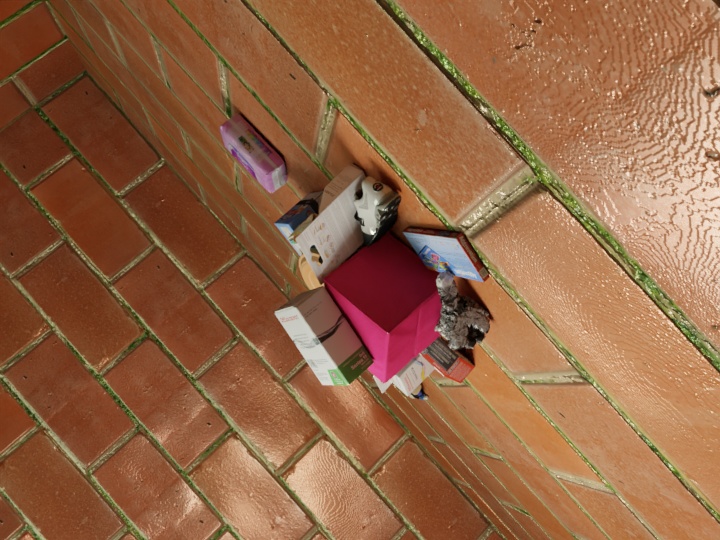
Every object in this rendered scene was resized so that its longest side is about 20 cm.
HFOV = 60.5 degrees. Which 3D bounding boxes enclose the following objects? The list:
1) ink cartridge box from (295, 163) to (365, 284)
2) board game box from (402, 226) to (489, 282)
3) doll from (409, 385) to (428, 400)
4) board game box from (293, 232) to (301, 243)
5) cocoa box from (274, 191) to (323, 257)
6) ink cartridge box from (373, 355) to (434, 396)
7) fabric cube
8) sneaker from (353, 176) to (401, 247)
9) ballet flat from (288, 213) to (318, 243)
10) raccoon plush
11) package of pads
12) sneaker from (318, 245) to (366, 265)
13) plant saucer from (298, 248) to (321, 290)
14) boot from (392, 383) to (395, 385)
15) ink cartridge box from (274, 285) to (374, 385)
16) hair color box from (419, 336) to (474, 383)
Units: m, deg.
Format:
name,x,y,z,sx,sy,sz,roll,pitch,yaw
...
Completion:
name,x,y,z,sx,sy,sz,roll,pitch,yaw
ink cartridge box,-0.050,-0.094,1.266,0.057,0.200,0.163,36,162,37
board game box,0.158,-0.034,1.173,0.103,0.019,0.200,55,165,-20
doll,0.192,0.438,2.286,0.136,0.049,0.200,33,168,19
board game box,-0.044,-0.072,1.398,0.199,0.030,0.095,4,176,-39
cocoa box,-0.101,-0.085,1.588,0.200,0.131,0.133,53,165,-18
ink cartridge box,0.134,0.252,1.642,0.067,0.200,0.117,37,163,36
fabric cube,0.055,0.078,1.341,0.196,0.200,0.200,39,150,28
sneaker,0.025,-0.122,1.242,0.088,0.074,0.200,44,156,13
ballet flat,-0.084,-0.111,1.446,0.067,0.199,0.063,10,-109,-61
raccoon plush,0.191,0.069,1.272,0.134,0.096,0.201,-139,32,-65
package of pads,-0.282,-0.310,1.648,0.200,0.076,0.121,46,165,11
sneaker,-0.019,-0.034,1.417,0.086,0.081,0.200,25,-166,30
plant saucer,-0.075,0.032,1.522,0.200,0.032,0.201,30,148,21
boot,0.103,0.213,1.719,0.079,0.158,0.212,30,157,51
ink cartridge box,-0.081,0.141,1.321,0.201,0.083,0.146,57,154,-8
hair color box,0.206,0.211,1.492,0.101,0.061,0.200,42,-178,26
